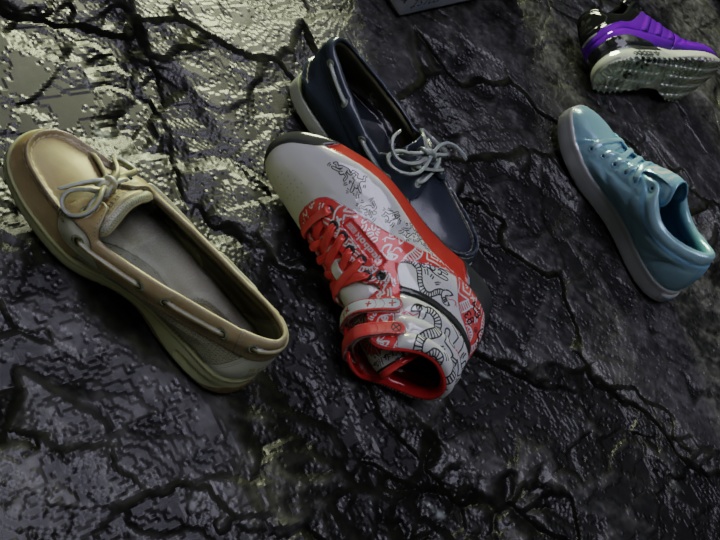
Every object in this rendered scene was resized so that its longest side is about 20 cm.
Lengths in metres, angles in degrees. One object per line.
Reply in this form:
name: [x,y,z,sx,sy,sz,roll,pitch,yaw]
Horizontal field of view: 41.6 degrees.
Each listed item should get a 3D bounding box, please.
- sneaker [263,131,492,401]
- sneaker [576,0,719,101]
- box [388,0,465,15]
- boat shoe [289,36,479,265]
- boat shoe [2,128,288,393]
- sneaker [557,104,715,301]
sneaker: [0.001,0.000,0.641,0.201,0.067,0.108,41,44,-11]
sneaker: [0.307,-0.245,1.015,0.198,0.070,0.101,-3,62,-37]
box: [0.116,-0.338,0.862,0.199,0.176,0.097,-26,78,-43]
boat shoe: [0.028,-0.087,0.719,0.075,0.062,0.201,-30,83,-45]
boat shoe: [-0.125,-0.015,0.562,0.201,0.063,0.073,48,46,-1]
sneaker: [0.257,-0.078,0.865,0.073,0.082,0.202,-18,74,-42]
